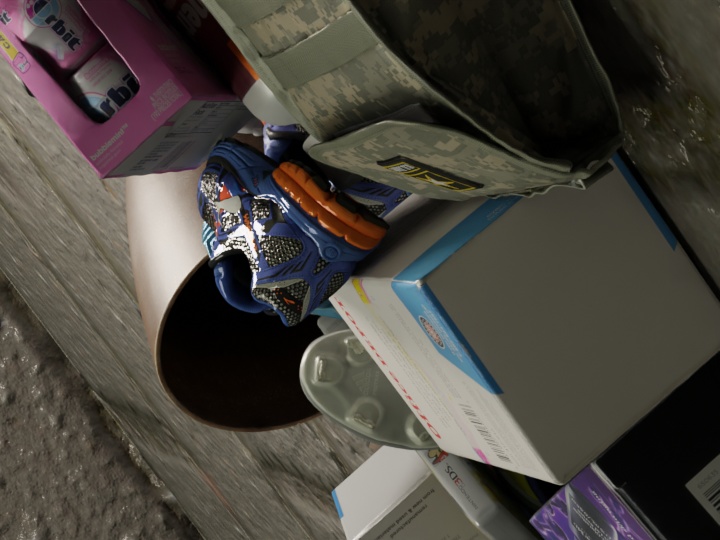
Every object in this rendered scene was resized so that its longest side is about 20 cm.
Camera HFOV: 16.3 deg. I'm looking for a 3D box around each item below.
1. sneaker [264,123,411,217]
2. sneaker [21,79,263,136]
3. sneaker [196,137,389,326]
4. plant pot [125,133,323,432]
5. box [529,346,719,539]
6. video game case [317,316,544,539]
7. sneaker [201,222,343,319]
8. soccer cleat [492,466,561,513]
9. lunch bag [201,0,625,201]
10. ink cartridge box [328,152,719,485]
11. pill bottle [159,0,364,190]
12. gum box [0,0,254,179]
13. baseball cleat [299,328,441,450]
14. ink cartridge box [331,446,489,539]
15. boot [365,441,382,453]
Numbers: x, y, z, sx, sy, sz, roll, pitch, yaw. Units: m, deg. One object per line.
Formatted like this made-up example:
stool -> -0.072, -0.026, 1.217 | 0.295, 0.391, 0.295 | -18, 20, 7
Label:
sneaker -> -0.033, -0.092, 1.462 | 0.200, 0.078, 0.075 | 38, 162, 43
sneaker -> -0.141, -0.136, 1.577 | 0.113, 0.076, 0.200 | -8, 155, 41
sneaker -> -0.055, -0.019, 1.342 | 0.075, 0.079, 0.200 | 36, 175, -16
plant pot -> -0.080, -0.028, 1.666 | 0.200, 0.186, 0.187 | 58, 175, 44
box -> 0.187, 0.140, 1.333 | 0.148, 0.104, 0.200 | 48, 166, 8
video game case -> 0.062, 0.122, 1.601 | 0.182, 0.023, 0.200 | 51, -178, 31
sneaker -> 0.000, 0.000, 1.499 | 0.199, 0.077, 0.081 | 16, 172, 16
soccer cleat -> 0.087, 0.078, 1.595 | 0.200, 0.065, 0.084 | 52, 164, -18
lunch bag -> 0.024, -0.110, 1.170 | 0.200, 0.117, 0.164 | 52, 163, -9
ink cartridge box -> 0.077, 0.016, 1.315 | 0.129, 0.125, 0.200 | 54, 167, -13
pill bottle -> -0.040, -0.146, 1.305 | 0.200, 0.109, 0.110 | 50, 167, 3
gum box -> -0.125, -0.113, 1.326 | 0.114, 0.066, 0.200 | 49, -170, 4
baseball cleat -> 0.055, 0.072, 1.468 | 0.199, 0.070, 0.106 | 11, 180, -12
ink cartridge box -> 0.078, 0.215, 1.721 | 0.200, 0.086, 0.146 | 47, -178, -11
boot -> 0.079, 0.188, 1.902 | 0.174, 0.069, 0.200 | 46, 166, 17
